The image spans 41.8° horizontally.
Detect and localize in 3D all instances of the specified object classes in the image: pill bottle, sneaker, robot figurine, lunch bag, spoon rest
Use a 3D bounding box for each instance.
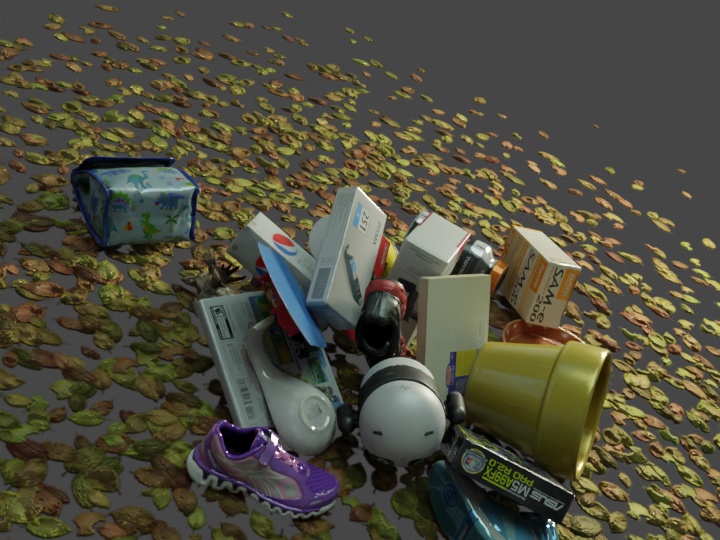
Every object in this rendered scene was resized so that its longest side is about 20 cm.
[{"bbox_3d":[-0.012,-0.028,1.604,0.112,0.113,0.200,36,2,24],"label":"pill bottle"},{"bbox_3d":[0.029,0.109,1.421,0.070,0.202,0.098,10,44,11],"label":"sneaker"},{"bbox_3d":[0.056,0.198,1.324,0.125,0.150,0.200,45,7,-8],"label":"robot figurine"},{"bbox_3d":[-0.388,-0.131,1.615,0.169,0.129,0.200,-3,24,-32],"label":"lunch bag"},{"bbox_3d":[0.184,-0.026,1.812,0.199,0.107,0.106,29,31,15],"label":"pill bottle"},{"bbox_3d":[-0.117,0.245,1.194,0.198,0.089,0.081,19,28,-6],"label":"sneaker"},{"bbox_3d":[0.184,0.331,1.258,0.130,0.080,0.201,-7,49,-37],"label":"sneaker"},{"bbox_3d":[-0.100,0.163,1.310,0.099,0.060,0.201,-30,93,-43],"label":"spoon rest"}]

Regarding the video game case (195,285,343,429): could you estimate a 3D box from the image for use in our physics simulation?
[{"bbox_3d":[-0.129,0.125,1.360,0.181,0.022,0.201,-7,69,-40],"label":"video game case"}]

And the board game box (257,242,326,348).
[{"bbox_3d":[-0.110,0.046,1.332,0.159,0.039,0.200,62,5,9],"label":"board game box"}]

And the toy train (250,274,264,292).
[{"bbox_3d":[-0.114,0.058,1.546,0.150,0.056,0.200,44,25,1],"label":"toy train"}]

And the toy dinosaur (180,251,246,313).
[{"bbox_3d":[-0.202,0.052,1.473,0.200,0.086,0.135,47,5,15],"label":"toy dinosaur"}]

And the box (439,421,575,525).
[{"bbox_3d":[0.192,0.271,1.285,0.159,0.045,0.200,27,-2,1],"label":"box"}]

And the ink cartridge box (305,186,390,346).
[{"bbox_3d":[0.000,0.000,1.466,0.044,0.202,0.176,-1,-28,33],"label":"ink cartridge box"}]

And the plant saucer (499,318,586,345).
[{"bbox_3d":[0.341,0.160,1.684,0.199,0.033,0.201,16,31,-9],"label":"plant saucer"}]

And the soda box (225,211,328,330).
[{"bbox_3d":[-0.112,0.002,1.496,0.200,0.064,0.068,40,25,-4],"label":"soda box"}]

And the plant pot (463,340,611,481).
[{"bbox_3d":[0.265,0.194,1.435,0.187,0.203,0.201,15,26,22],"label":"plant pot"}]

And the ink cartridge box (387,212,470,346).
[{"bbox_3d":[0.092,0.023,1.580,0.083,0.201,0.145,29,30,9],"label":"ink cartridge box"}]

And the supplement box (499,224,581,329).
[{"bbox_3d":[0.330,0.009,1.795,0.073,0.127,0.200,12,19,-17],"label":"supplement box"}]

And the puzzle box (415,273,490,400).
[{"bbox_3d":[0.145,0.108,1.490,0.132,0.202,0.025,-2,8,-36],"label":"puzzle box"}]
